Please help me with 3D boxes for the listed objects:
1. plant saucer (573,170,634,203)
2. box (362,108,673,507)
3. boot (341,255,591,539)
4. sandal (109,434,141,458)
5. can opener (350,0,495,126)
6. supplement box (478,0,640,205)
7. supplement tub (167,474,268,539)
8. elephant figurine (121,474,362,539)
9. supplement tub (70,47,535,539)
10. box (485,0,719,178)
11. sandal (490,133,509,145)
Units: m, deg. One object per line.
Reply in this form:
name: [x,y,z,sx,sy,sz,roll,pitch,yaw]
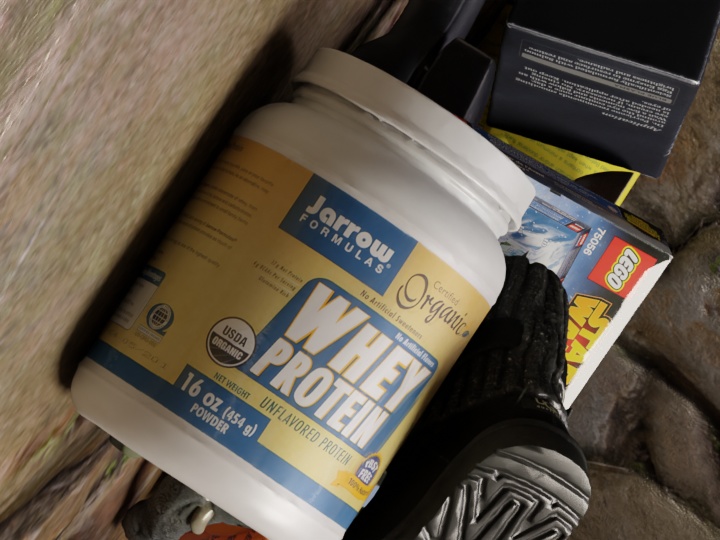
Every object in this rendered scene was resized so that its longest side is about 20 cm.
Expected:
plant saucer: [0.100,0.017,1.587,0.200,0.032,0.200,-56,178,-4]
box: [0.046,0.034,1.324,0.200,0.137,0.040,-57,-165,18]
boot: [0.031,0.105,1.250,0.211,0.079,0.158,-44,-153,22]
sandal: [-0.056,0.014,1.323,0.201,0.057,0.080,-58,173,7]
can opener: [0.045,-0.134,1.366,0.063,0.078,0.200,104,9,-66]
supplement box: [0.108,-0.071,1.722,0.200,0.109,0.109,-57,-161,2]
supplement tub: [-0.037,0.172,1.645,0.123,0.122,0.200,-56,145,-11]
elephant figurine: [-0.042,0.101,1.475,0.142,0.155,0.200,-56,167,-24]
supplement tub: [-0.024,0.014,1.194,0.200,0.144,0.145,-57,173,-5]
box: [0.159,-0.183,1.521,0.200,0.117,0.197,93,16,-77]
sandal: [0.050,0.005,1.413,0.079,0.087,0.200,-30,170,-18]
